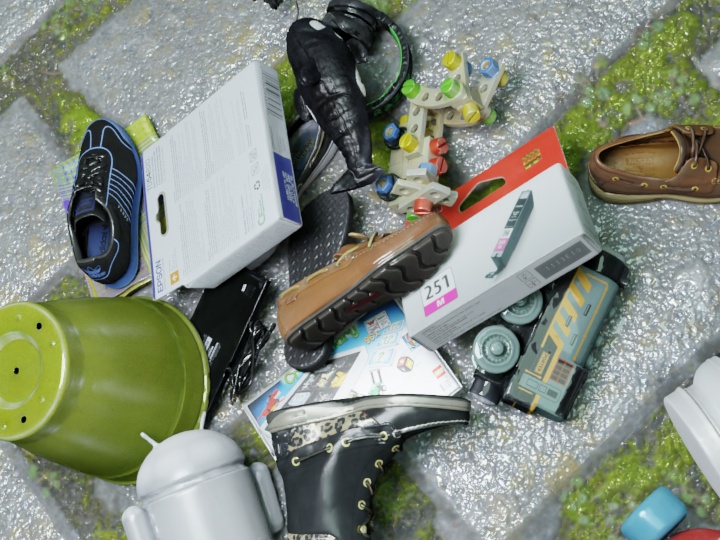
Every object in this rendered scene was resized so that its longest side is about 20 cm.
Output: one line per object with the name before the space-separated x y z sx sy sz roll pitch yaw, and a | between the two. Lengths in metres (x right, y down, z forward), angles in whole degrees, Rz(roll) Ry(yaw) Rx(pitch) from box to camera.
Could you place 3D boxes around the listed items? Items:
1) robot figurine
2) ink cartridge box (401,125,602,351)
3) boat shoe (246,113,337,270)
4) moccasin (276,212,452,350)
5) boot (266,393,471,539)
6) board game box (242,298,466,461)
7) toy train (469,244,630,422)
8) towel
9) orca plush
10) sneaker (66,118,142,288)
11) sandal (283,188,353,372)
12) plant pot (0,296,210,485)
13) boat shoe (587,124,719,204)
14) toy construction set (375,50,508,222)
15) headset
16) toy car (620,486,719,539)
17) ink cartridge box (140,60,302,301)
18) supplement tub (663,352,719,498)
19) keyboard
robot figurine | -0.151 0.244 1.098 0.113 0.168 0.202 -31 77 46
ink cartridge box | 0.121 -0.041 1.091 0.199 0.043 0.175 -33 46 24
boat shoe | -0.095 -0.090 1.213 0.070 0.066 0.201 37 86 21
moccasin | 0.001 0.000 1.091 0.201 0.073 0.078 -36 54 26
boot | 0.013 0.199 1.069 0.201 0.073 0.156 -7 80 11
board game box | -0.007 0.131 1.143 0.199 0.035 0.127 -37 69 3
toy train | 0.183 0.050 1.094 0.113 0.085 0.202 26 80 8
towel | -0.269 -0.067 1.278 0.142 0.023 0.202 -25 70 8
orca plush | -0.045 -0.176 1.142 0.104 0.071 0.203 -18 75 37
sneaker | -0.286 -0.084 1.234 0.069 0.078 0.203 -13 71 11
sandal | -0.041 0.011 1.176 0.074 0.045 0.203 -5 69 35
plant pot | -0.285 0.110 1.122 0.198 0.193 0.203 -5 77 23
boat shoe | 0.323 -0.108 1.103 0.197 0.068 0.073 -5 73 14
toy construction set | 0.077 -0.125 1.146 0.130 0.092 0.202 -14 45 41
headset | -0.035 -0.253 1.228 0.200 0.094 0.124 40 87 20
toy car | 0.269 0.292 0.932 0.177 0.200 0.184 -45 69 -1
ink cartridge box | -0.153 -0.089 1.193 0.199 0.040 0.202 -30 57 33
supplement tub | 0.385 0.114 0.984 0.199 0.140 0.141 -32 69 4
keyboard | -0.148 0.096 1.192 0.103 0.039 0.202 27 94 34
